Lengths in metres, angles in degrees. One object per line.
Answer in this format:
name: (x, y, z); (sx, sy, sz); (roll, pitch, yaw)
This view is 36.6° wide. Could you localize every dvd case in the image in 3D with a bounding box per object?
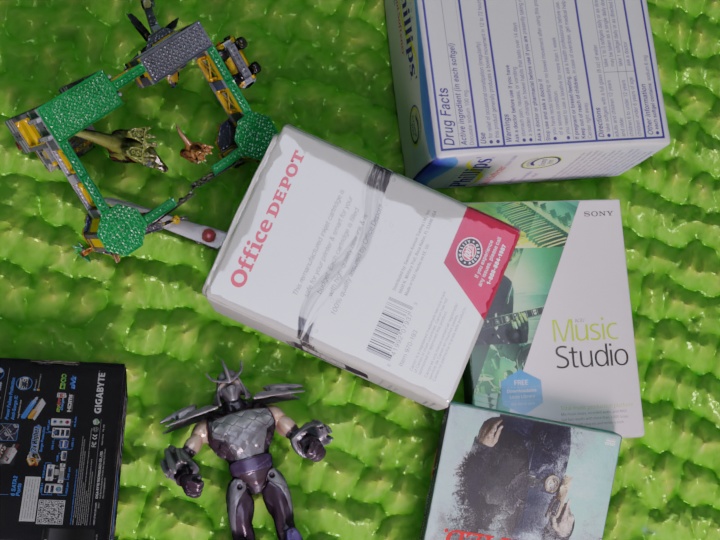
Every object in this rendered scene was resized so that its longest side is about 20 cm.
dvd case: (0.117, 0.213, 0.850); (0.145, 0.022, 0.201); (12, 90, -8)

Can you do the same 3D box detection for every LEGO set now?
LEGO set: (-0.175, -0.104, 0.848); (0.200, 0.116, 0.154); (-46, 113, -21)

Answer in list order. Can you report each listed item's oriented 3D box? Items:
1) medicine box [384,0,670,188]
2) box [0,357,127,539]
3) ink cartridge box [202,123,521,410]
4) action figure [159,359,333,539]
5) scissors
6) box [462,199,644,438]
medicine box: (0.133, -0.172, 0.903); (0.199, 0.103, 0.183); (-4, 80, -11)
box: (-0.270, 0.154, 0.759); (0.197, 0.050, 0.201); (2, 53, -8)
ink cartridge box: (0.000, 0.000, 0.834); (0.199, 0.083, 0.146); (24, 80, 2)
action figure: (-0.078, 0.162, 0.821); (0.130, 0.069, 0.201); (-14, 79, -7)
scissors: (-0.111, -0.018, 0.875); (0.199, 0.014, 0.074); (5, 80, -10)
box: (0.153, 0.041, 0.900); (0.144, 0.036, 0.201); (-2, 79, -10)
